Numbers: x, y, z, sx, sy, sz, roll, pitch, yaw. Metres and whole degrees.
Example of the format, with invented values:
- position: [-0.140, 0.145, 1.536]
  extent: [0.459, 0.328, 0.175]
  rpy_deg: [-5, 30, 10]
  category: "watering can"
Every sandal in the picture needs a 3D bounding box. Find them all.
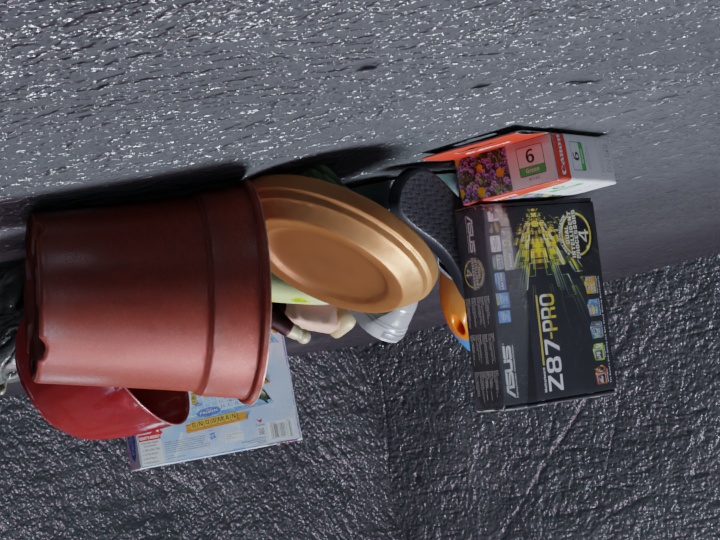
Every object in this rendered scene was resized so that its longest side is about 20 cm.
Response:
- position: [0.097, -0.029, 1.717]
  extent: [0.076, 0.200, 0.043]
  rpy_deg: [-51, -151, -19]
  category: "sandal"

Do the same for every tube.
- position: [-0.113, 0.010, 1.796]
  extent: [0.198, 0.052, 0.058]
  rpy_deg: [13, -143, 1]
  category: "tube"

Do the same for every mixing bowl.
- position: [-0.266, 0.088, 1.684]
  extent: [0.108, 0.201, 0.200]
  rpy_deg: [-30, 171, 11]
  category: "mixing bowl"

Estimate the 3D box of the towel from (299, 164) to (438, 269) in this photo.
- position: [-0.032, -0.030, 1.650]
  extent: [0.152, 0.024, 0.200]
  rpy_deg: [38, 153, -18]
  category: "towel"

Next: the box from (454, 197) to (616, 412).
- position: [0.174, 0.032, 1.709]
  extent: [0.160, 0.202, 0.049]
  rpy_deg: [-4, 177, -38]
  category: "box"

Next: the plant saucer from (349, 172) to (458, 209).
- position: [0.024, -0.061, 1.817]
  extent: [0.199, 0.039, 0.201]
  rpy_deg: [-11, 175, -1]
  category: "plant saucer"

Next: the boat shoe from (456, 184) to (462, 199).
- position: [0.154, -0.041, 1.817]
  extent: [0.072, 0.062, 0.200]
  rpy_deg: [-24, 146, 16]
  category: "boat shoe"

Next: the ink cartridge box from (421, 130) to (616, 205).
- position: [0.155, -0.096, 1.663]
  extent: [0.108, 0.051, 0.199]
  rpy_deg: [-14, 175, 32]
  category: "ink cartridge box"

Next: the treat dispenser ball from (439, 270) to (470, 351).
- position: [0.196, 0.020, 2.132]
  extent: [0.199, 0.203, 0.201]
  rpy_deg: [-11, 174, -1]
  category: "treat dispenser ball"

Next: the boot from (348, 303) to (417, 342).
- position: [0.002, -0.012, 1.929]
  extent: [0.073, 0.200, 0.096]
  rpy_deg: [6, 119, -48]
  category: "boot"

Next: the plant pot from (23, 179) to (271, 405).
- position: [-0.193, 0.022, 1.514]
  extent: [0.193, 0.203, 0.201]
  rpy_deg: [-1, 172, -16]
  category: "plant pot"

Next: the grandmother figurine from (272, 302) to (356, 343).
- position: [-0.099, 0.033, 1.905]
  extent: [0.121, 0.061, 0.199]
  rpy_deg: [33, -164, 37]
  category: "grandmother figurine"

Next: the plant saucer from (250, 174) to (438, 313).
- position: [-0.026, -0.017, 1.585]
  extent: [0.199, 0.038, 0.201]
  rpy_deg: [19, 156, 9]
  category: "plant saucer"

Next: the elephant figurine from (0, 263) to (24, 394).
- position: [-0.346, 0.067, 1.801]
  extent: [0.140, 0.157, 0.200]
  rpy_deg: [3, -176, 3]
  category: "elephant figurine"

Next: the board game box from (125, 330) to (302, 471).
- position: [-0.177, 0.109, 1.939]
  extent: [0.198, 0.202, 0.041]
  rpy_deg: [-7, 174, -27]
  category: "board game box"
